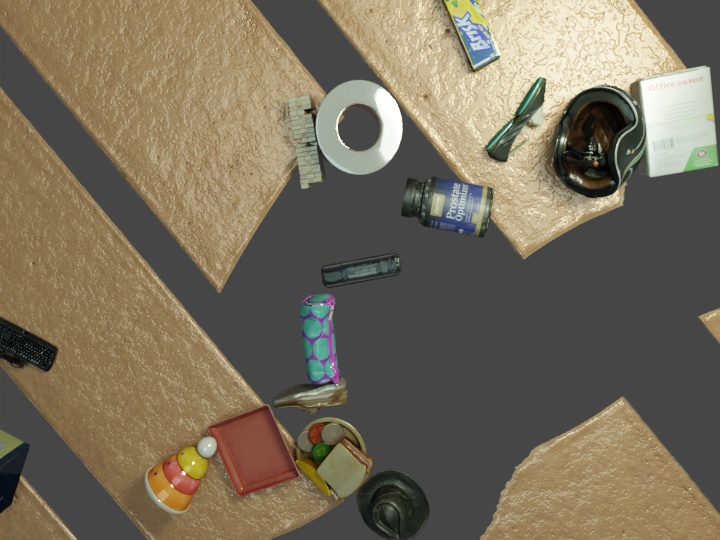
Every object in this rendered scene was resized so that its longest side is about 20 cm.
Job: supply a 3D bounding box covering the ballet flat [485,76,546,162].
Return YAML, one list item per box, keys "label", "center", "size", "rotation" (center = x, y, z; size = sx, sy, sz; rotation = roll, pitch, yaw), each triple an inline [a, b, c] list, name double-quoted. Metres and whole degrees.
- label: "ballet flat"
  center: [0.358, -0.325, 1.505]
  size: [0.068, 0.068, 0.201]
  rotation: [34, 113, -8]

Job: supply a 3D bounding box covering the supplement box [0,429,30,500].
- label: "supplement box"
  center: [-1.030, 0.533, 1.820]
  size: [0.196, 0.134, 0.204]
  rotation: [25, 102, 4]

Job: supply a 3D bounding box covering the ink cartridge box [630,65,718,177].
- label: "ink cartridge box"
  center: [0.661, -0.313, 1.445]
  size: [0.141, 0.088, 0.206]
  rotation: [-9, 100, 9]

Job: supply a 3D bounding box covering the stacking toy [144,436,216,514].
- label: "stacking toy"
  center: [-0.436, 0.498, 1.731]
  size: [0.146, 0.146, 0.200]
  rotation: [43, 93, -1]

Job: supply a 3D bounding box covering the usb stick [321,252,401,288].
- label: "usb stick"
  center: [0.000, 0.000, 1.626]
  size: [0.194, 0.033, 0.057]
  rotation: [-10, 91, 10]

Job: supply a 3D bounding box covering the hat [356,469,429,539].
- label: "hat"
  center: [0.080, 0.600, 1.679]
  size: [0.194, 0.081, 0.207]
  rotation: [1, 107, 4]

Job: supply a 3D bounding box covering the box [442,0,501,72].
- label: "box"
  center: [0.235, -0.542, 1.483]
  size: [0.069, 0.064, 0.204]
  rotation: [-24, 95, 11]

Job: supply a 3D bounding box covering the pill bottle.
- label: "pill bottle"
  center: [0.193, -0.147, 1.531]
  size: [0.194, 0.112, 0.115]
  rotation: [11, 101, 6]

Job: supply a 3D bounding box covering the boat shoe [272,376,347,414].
- label: "boat shoe"
  center: [-0.123, 0.319, 1.678]
  size: [0.194, 0.076, 0.074]
  rotation: [-13, 100, 12]

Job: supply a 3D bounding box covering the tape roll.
- label: "tape roll"
  center: [-0.005, -0.317, 1.533]
  size: [0.194, 0.066, 0.207]
  rotation: [0, 94, -6]

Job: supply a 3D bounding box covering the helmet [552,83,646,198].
- label: "helmet"
  center: [0.500, -0.275, 1.421]
  size: [0.196, 0.201, 0.194]
  rotation: [28, 69, 3]

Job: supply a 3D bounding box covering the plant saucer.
- label: "plant saucer"
  center: [-0.266, 0.451, 1.729]
  size: [0.195, 0.037, 0.205]
  rotation: [-22, 96, 20]

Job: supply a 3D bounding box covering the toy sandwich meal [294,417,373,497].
- label: "toy sandwich meal"
  center: [-0.072, 0.468, 1.695]
  size: [0.198, 0.070, 0.212]
  rotation: [1, 100, 8]

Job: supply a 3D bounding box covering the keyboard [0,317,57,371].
- label: "keyboard"
  center: [-0.901, 0.209, 1.796]
  size: [0.196, 0.040, 0.106]
  rotation: [26, 102, 5]

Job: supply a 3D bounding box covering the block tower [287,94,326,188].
- label: "block tower"
  center: [-0.122, -0.298, 1.584]
  size: [0.056, 0.054, 0.207]
  rotation: [-6, 99, 10]

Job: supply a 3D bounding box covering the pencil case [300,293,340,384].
- label: "pencil case"
  center: [-0.095, 0.164, 1.640]
  size: [0.090, 0.084, 0.207]
  rotation: [3, 102, 37]
